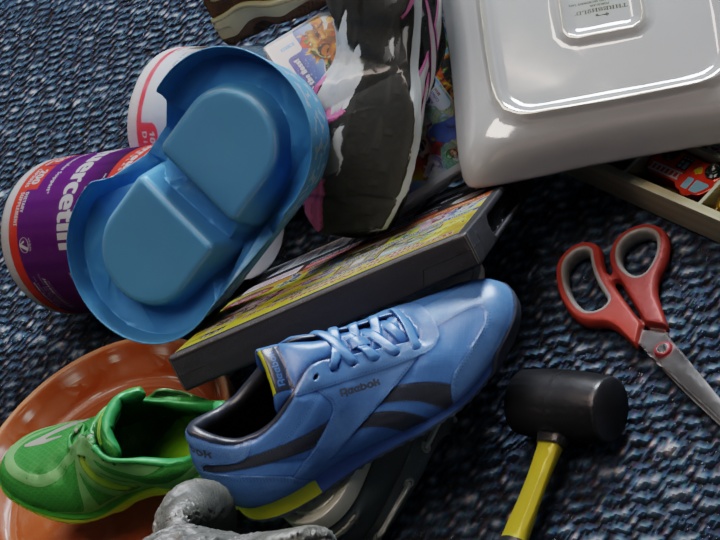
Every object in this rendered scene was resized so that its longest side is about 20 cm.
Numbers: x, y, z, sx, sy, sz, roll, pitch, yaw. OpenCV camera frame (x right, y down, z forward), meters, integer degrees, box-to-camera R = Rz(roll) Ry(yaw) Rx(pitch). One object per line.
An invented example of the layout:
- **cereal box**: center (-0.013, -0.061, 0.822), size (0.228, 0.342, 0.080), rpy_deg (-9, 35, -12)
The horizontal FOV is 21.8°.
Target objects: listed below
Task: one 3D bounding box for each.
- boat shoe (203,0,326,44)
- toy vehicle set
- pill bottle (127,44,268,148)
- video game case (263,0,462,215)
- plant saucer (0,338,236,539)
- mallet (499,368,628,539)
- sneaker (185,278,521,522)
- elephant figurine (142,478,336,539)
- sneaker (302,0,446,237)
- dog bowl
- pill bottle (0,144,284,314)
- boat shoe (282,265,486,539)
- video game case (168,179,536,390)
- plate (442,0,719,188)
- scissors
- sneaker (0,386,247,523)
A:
- **boat shoe**: center (-0.051, -0.209, 1.250), size (0.075, 0.075, 0.202), rpy_deg (-37, 14, -36)
- **toy vehicle set**: center (0.224, -0.081, 1.133), size (0.124, 0.027, 0.200), rpy_deg (-46, 40, -13)
- **pill bottle**: center (-0.058, -0.102, 1.295), size (0.200, 0.109, 0.109), rpy_deg (4, 54, 39)
- **video game case**: center (0.059, -0.138, 1.197), size (0.200, 0.018, 0.143), rpy_deg (-32, 74, -6)
- **plant saucer**: center (-0.164, 0.129, 1.202), size (0.200, 0.032, 0.200), rpy_deg (-20, 43, 19)
- **mallet**: center (0.093, 0.139, 1.005), size (0.066, 0.041, 0.200), rpy_deg (-6, 51, 36)
- **sneaker**: center (-0.004, 0.058, 1.023), size (0.200, 0.078, 0.066), rpy_deg (-33, 38, -1)
- **elephant figurine**: center (-0.067, 0.172, 0.954), size (0.141, 0.200, 0.155), rpy_deg (-19, 42, 20)
- **sneaker**: center (0.021, -0.116, 1.146), size (0.080, 0.086, 0.200), rpy_deg (14, 97, 26)
- **dog bowl**: center (-0.095, -0.046, 1.131), size (0.111, 0.050, 0.200), rpy_deg (44, 112, 13)
- **pill bottle**: center (-0.146, -0.028, 1.263), size (0.200, 0.112, 0.112), rpy_deg (-4, 48, 45)
- **boat shoe**: center (0.022, 0.079, 1.093), size (0.073, 0.062, 0.200), rpy_deg (5, 55, 44)
- **video game case**: center (0.000, 0.000, 1.139), size (0.200, 0.026, 0.181), rpy_deg (-23, 9, 21)
- **plate**: center (0.148, -0.158, 1.142), size (0.199, 0.032, 0.200), rpy_deg (-10, 61, 10)
- **scissors**: center (0.163, 0.044, 1.066), size (0.073, 0.014, 0.200), rpy_deg (-25, 41, 10)
- **sneaker**: center (-0.139, 0.102, 1.121), size (0.200, 0.084, 0.074), rpy_deg (-9, 47, 30)
